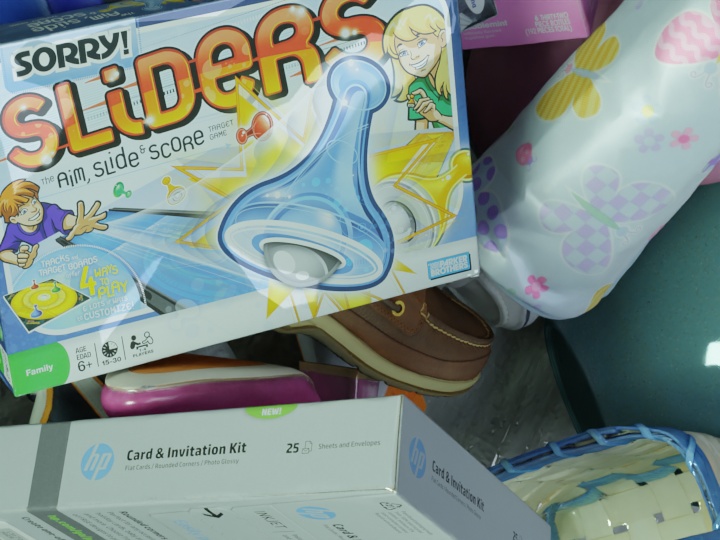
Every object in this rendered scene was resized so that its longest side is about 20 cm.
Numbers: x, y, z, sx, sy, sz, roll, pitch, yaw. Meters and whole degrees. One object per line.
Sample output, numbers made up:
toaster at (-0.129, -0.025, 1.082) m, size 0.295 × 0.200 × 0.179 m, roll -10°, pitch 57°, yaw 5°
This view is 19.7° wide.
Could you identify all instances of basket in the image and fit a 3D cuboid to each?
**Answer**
basket at (0.104, 0.145, 0.940) m, size 0.199 × 0.176 × 0.140 m, roll 1°, pitch 71°, yaw -48°

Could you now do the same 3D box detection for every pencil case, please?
pencil case at (0.127, -0.067, 0.903) m, size 0.090 × 0.084 × 0.200 m, roll 27°, pitch 123°, yaw -29°

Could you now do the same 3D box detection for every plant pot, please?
plant pot at (0.174, 0.043, 1.072) m, size 0.134 × 0.200 × 0.202 m, roll -22°, pitch 114°, yaw -6°

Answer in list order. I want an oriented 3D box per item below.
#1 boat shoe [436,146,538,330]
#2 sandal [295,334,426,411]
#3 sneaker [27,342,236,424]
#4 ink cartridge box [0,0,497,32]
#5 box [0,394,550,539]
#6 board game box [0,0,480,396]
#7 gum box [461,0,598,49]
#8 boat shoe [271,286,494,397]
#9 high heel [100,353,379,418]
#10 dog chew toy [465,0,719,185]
boat shoe at (0.030, -0.025, 0.990) m, size 0.066 × 0.072 × 0.200 m, roll -53°, pitch 141°, yaw -19°
sandal at (-0.014, 0.059, 1.001) m, size 0.079 × 0.059 × 0.209 m, roll -15°, pitch 90°, yaw -52°
sneaker at (-0.100, 0.055, 0.921) m, size 0.079 × 0.079 × 0.201 m, roll -91°, pitch 163°, yaw -46°
ink cartridge box at (-0.048, -0.109, 0.821) m, size 0.199 × 0.039 × 0.100 m, roll -27°, pitch 118°, yaw -13°
box at (-0.044, 0.099, 0.812) m, size 0.156 × 0.198 × 0.042 m, roll 44°, pitch 47°, yaw -54°
board game box at (-0.053, -0.042, 0.799) m, size 0.198 × 0.034 × 0.137 m, roll -15°, pitch 113°, yaw -20°
gum box at (0.077, -0.211, 0.947) m, size 0.201 × 0.066 × 0.114 m, roll -73°, pitch 151°, yaw -41°
boat shoe at (0.000, 0.000, 0.904) m, size 0.199 × 0.072 × 0.068 m, roll 27°, pitch 105°, yaw -45°
high heel at (-0.049, 0.085, 0.864) m, size 0.200 × 0.067 × 0.097 m, roll 9°, pitch 88°, yaw -67°
dog chew toy at (0.148, -0.092, 0.995) m, size 0.124 × 0.199 × 0.126 m, roll 11°, pitch 75°, yaw -49°
